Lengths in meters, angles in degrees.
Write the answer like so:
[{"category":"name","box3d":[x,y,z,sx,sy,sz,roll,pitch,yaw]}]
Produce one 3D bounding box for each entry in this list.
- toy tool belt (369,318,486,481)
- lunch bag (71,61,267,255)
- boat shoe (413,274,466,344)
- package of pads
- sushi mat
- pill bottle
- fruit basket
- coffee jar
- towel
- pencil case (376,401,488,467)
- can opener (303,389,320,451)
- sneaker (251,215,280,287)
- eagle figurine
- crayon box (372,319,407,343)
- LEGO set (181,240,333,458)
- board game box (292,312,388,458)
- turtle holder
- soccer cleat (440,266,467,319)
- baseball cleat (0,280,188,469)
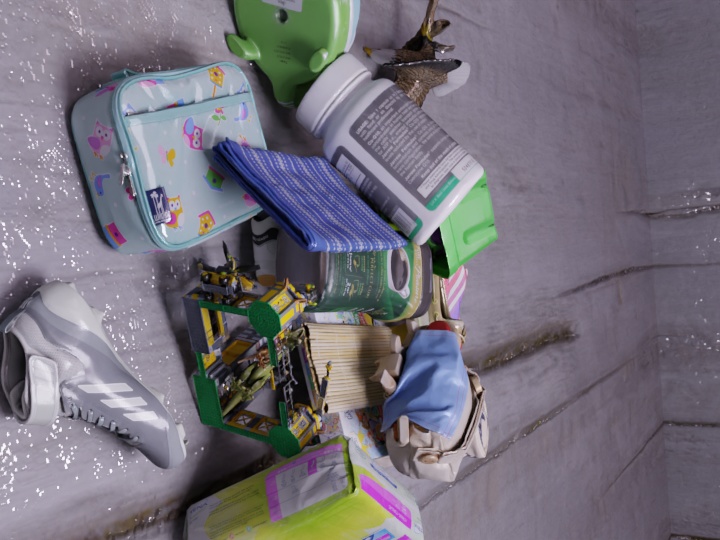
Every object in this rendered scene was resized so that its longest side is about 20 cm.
[{"category":"toy tool belt","box3d":[0.074,0.120,0.909,0.124,0.122,0.203,63,31,-48]},{"category":"lunch bag","box3d":[-0.169,-0.111,0.768,0.199,0.076,0.164,-33,116,-56]},{"category":"boat shoe","box3d":[0.110,0.081,1.120,0.074,0.065,0.204,-6,78,-74]},{"category":"package of pads","box3d":[-0.057,0.251,0.807,0.155,0.197,0.069,48,20,-43]},{"category":"sushi mat","box3d":[-0.002,0.106,0.923,0.199,0.012,0.098,9,64,-62]},{"category":"pill bottle","box3d":[0.030,-0.136,0.906,0.200,0.113,0.113,44,40,3]},{"category":"fruit basket","box3d":[0.052,-0.056,1.063,0.215,0.212,0.159,-37,118,-53]},{"category":"coffee jar","box3d":[0.000,0.000,0.902,0.198,0.084,0.107,11,76,-49]},{"category":"towel","box3d":[-0.042,-0.071,0.797,0.145,0.024,0.199,45,21,19]},{"category":"pencil case","box3d":[0.067,0.193,1.013,0.078,0.196,0.091,-40,116,-63]},{"category":"can opener","box3d":[-0.031,0.153,0.990,0.201,0.065,0.054,-55,130,-52]},{"category":"sneaker","box3d":[-0.053,-0.054,0.954,0.199,0.074,0.090,-35,117,-55]},{"category":"eagle figurine","box3d":[0.068,-0.270,1.134,0.203,0.147,0.154,-76,156,-44]},{"category":"crayon box","box3d":[0.078,0.166,1.137,0.127,0.051,0.202,-88,154,-48]},{"category":"LEGO set","box3d":[-0.090,0.073,0.817,0.116,0.151,0.204,-41,125,-51]},{"category":"board game box","box3d":[-0.016,0.118,0.942,0.134,0.034,0.204,11,62,-61]},{"category":"turtle holder","box3d":[-0.057,-0.275,0.907,0.132,0.138,0.189,-47,122,-50]},{"category":"soccer cleat","box3d":[0.112,0.044,1.195,0.076,0.066,0.203,-38,139,-36]},{"category":"baseball cleat","box3d":[-0.226,0.110,0.680,0.107,0.069,0.202,-50,119,-39]}]
